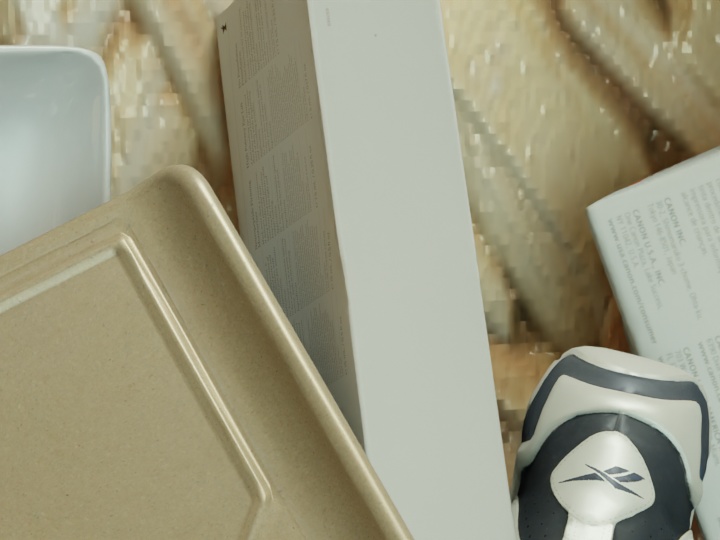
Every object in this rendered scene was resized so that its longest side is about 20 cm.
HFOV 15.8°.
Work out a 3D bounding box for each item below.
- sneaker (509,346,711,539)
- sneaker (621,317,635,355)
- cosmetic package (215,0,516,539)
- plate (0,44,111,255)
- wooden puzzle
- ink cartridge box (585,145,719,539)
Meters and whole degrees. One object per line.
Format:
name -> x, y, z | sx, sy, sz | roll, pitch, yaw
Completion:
sneaker -> 0.067, 0.138, 0.825 | 0.079, 0.130, 0.200 | 16, 129, 7
sneaker -> 0.165, 0.059, 0.919 | 0.074, 0.082, 0.200 | -38, 107, -16
cosmetic package -> 0.000, 0.000, 0.813 | 0.050, 0.083, 0.201 | -1, 75, -25
plate -> -0.176, 0.031, 0.807 | 0.199, 0.032, 0.200 | -3, 97, -22
wooden puzzle -> -0.095, 0.088, 0.753 | 0.200, 0.037, 0.185 | -29, 68, -5
ink cartridge box -> 0.193, 0.017, 0.853 | 0.199, 0.050, 0.163 | -20, 87, 12
